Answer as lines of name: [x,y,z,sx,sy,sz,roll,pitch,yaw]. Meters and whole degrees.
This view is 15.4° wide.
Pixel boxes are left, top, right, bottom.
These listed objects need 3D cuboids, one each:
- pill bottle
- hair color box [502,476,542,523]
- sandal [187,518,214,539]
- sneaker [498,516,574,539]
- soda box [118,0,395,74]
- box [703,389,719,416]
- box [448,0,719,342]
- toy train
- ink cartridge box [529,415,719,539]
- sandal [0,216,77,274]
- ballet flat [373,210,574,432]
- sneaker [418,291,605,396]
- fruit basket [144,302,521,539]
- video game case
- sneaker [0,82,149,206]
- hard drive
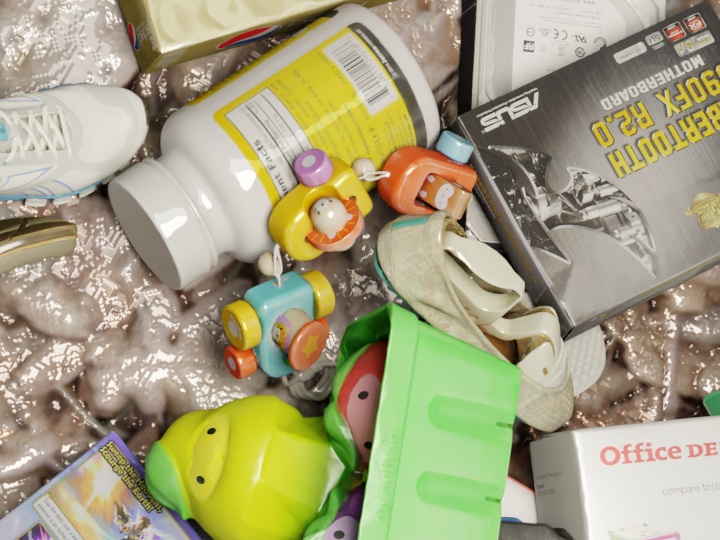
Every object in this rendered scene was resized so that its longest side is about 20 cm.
pill bottle: [-0.057,-0.075,1.692,0.199,0.111,0.112,-33,92,-17]
hair color box: [0.146,0.226,1.730,0.199,0.061,0.102,32,76,-10]
sandal: [-0.139,0.228,1.663,0.076,0.043,0.201,20,77,8]
sneaker: [0.063,0.211,1.647,0.073,0.199,0.113,15,61,-55]
soda box: [-0.056,-0.192,1.734,0.199,0.064,0.068,-18,87,-18]
box: [0.306,0.161,1.792,0.117,0.048,0.201,-20,89,-17]
box: [0.178,-0.065,1.735,0.199,0.048,0.159,-25,78,-16]
toy train: [0.000,0.000,1.668,0.150,0.056,0.201,21,103,-45]
ink cartridge box: [0.196,0.193,1.674,0.144,0.085,0.201,-5,81,-16]
sandal: [-0.268,0.011,1.648,0.199,0.080,0.054,-14,107,-21]
ballet flat: [0.087,0.034,1.647,0.200,0.062,0.068,41,42,-33]
sneaker: [0.069,0.060,1.731,0.199,0.079,0.079,-8,85,-41]
fruit basket: [-0.023,0.122,1.567,0.214,0.155,0.217,2,82,-13]
video game case: [-0.158,0.231,1.613,0.181,0.045,0.200,-38,75,-9]
sneaker: [-0.223,-0.076,1.660,0.199,0.087,0.075,-15,85,-18]
hard drive: [0.135,-0.109,1.789,0.139,0.038,0.201,6,81,-14]
